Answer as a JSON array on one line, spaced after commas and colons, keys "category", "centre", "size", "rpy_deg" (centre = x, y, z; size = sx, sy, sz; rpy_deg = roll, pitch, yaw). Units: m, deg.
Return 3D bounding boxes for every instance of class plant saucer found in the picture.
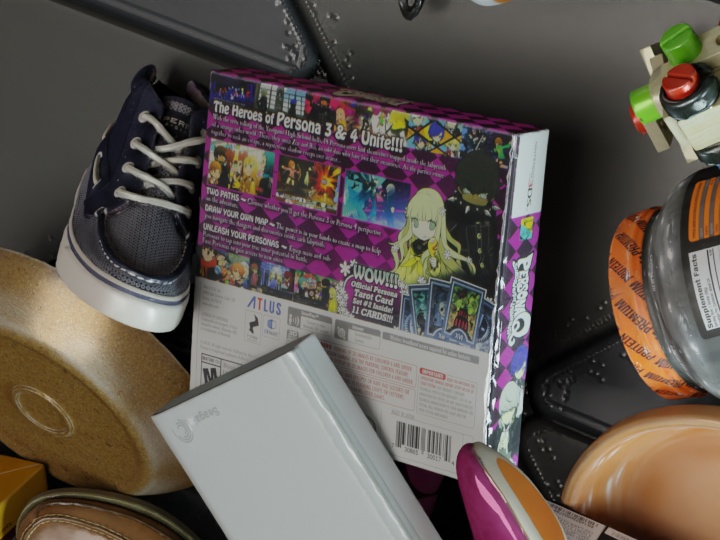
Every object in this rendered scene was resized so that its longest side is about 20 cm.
[{"category": "plant saucer", "centre": [-0.171, 0.068, 1.606], "size": [0.199, 0.036, 0.201], "rpy_deg": [25, 150, 16]}, {"category": "plant saucer", "centre": [0.197, 0.145, 1.445], "size": [0.199, 0.037, 0.201], "rpy_deg": [18, 132, 21]}]

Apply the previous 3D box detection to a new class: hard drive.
[{"category": "hard drive", "centre": [-0.015, 0.139, 1.487], "size": [0.132, 0.026, 0.201], "rpy_deg": [-26, 99, 48]}]

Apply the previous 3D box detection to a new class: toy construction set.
[{"category": "toy construction set", "centre": [0.200, -0.117, 1.373], "size": [0.092, 0.132, 0.200], "rpy_deg": [36, 125, -26]}]

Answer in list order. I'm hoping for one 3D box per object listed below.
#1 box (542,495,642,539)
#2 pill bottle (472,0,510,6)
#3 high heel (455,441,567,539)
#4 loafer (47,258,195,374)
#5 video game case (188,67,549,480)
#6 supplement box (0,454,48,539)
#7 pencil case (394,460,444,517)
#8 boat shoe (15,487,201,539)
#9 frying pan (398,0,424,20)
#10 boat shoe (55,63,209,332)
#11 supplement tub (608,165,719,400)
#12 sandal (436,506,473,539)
[{"category": "box", "centre": [0.142, 0.233, 1.483], "size": [0.198, 0.050, 0.201], "rpy_deg": [25, 130, 17]}, {"category": "pill bottle", "centre": [0.130, -0.210, 1.386], "size": [0.199, 0.112, 0.113], "rpy_deg": [-17, 93, 20]}, {"category": "high heel", "centre": [0.070, 0.177, 1.405], "size": [0.095, 0.068, 0.201], "rpy_deg": [-24, 119, 14]}, {"category": "loafer", "centre": [-0.105, 0.048, 1.618], "size": [0.199, 0.073, 0.073], "rpy_deg": [15, 124, 33]}, {"category": "video game case", "centre": [0.000, 0.000, 1.465], "size": [0.199, 0.036, 0.183], "rpy_deg": [13, 106, 36]}, {"category": "supplement box", "centre": [-0.274, 0.234, 1.648], "size": [0.132, 0.197, 0.201], "rpy_deg": [10, 122, 27]}, {"category": "pencil case", "centre": [0.011, 0.069, 1.540], "size": [0.093, 0.091, 0.201], "rpy_deg": [13, 109, -10]}, {"category": "boat shoe", "centre": [-0.107, 0.191, 1.604], "size": [0.199, 0.068, 0.072], "rpy_deg": [28, 113, -3]}, {"category": "frying pan", "centre": [0.056, -0.233, 1.477], "size": [0.114, 0.031, 0.191], "rpy_deg": [-7, 101, 32]}, {"category": "boat shoe", "centre": [-0.116, -0.045, 1.535], "size": [0.074, 0.200, 0.093], "rpy_deg": [19, 109, -16]}, {"category": "supplement tub", "centre": [0.228, -0.004, 1.378], "size": [0.199, 0.122, 0.123], "rpy_deg": [-15, 93, 32]}, {"category": "sandal", "centre": [0.033, 0.210, 1.577], "size": [0.048, 0.076, 0.201], "rpy_deg": [23, 118, -14]}]
